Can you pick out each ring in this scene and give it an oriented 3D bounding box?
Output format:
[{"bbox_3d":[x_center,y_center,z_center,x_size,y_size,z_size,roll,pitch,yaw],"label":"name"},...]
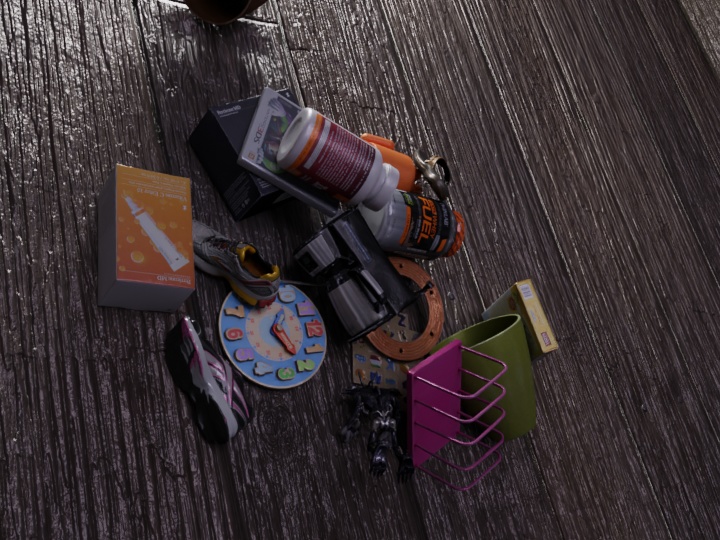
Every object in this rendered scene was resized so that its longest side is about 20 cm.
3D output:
[{"bbox_3d":[0.074,0.073,1.470,0.199,0.019,0.202,10,70,-28],"label":"ring"}]

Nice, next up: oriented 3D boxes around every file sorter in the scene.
[{"bbox_3d":[0.170,0.251,1.324,0.138,0.125,0.202,-26,125,-41],"label":"file sorter"}]

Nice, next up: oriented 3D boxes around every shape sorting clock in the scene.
[{"bbox_3d":[-0.146,0.103,1.306,0.199,0.039,0.202,18,55,-28],"label":"shape sorting clock"}]

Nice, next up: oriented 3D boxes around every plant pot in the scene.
[{"bbox_3d":[0.254,0.213,1.462,0.186,0.186,0.201,-27,94,-43],"label":"plant pot"},{"bbox_3d":[-0.242,-0.606,1.567,0.187,0.187,0.200,51,33,0],"label":"plant pot"}]

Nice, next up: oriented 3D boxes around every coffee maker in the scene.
[{"bbox_3d":[0.000,0.000,1.380,0.201,0.134,0.192,57,35,0],"label":"coffee maker"}]

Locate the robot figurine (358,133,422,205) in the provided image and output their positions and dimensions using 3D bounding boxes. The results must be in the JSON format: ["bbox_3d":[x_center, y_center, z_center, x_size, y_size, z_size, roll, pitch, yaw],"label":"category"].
[{"bbox_3d":[0.030,-0.196,1.559,0.199,0.117,0.145,15,102,-30],"label":"robot figurine"}]

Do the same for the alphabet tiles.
[{"bbox_3d":[0.054,0.163,1.443,0.165,0.006,0.202,16,56,-30],"label":"alphabet tiles"}]

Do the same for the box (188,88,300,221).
[{"bbox_3d":[-0.178,-0.216,1.421,0.199,0.104,0.183,-26,84,-43],"label":"box"}]

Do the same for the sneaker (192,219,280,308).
[{"bbox_3d":[-0.213,-0.028,1.288,0.199,0.082,0.078,34,44,5],"label":"sneaker"}]

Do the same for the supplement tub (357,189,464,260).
[{"bbox_3d":[0.098,-0.088,1.498,0.199,0.122,0.124,9,60,-33],"label":"supplement tub"}]

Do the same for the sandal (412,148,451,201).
[{"bbox_3d":[0.153,-0.200,1.547,0.082,0.054,0.200,52,9,-20],"label":"sandal"}]

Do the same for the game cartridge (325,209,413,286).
[{"bbox_3d":[0.016,-0.031,1.509,0.199,0.038,0.131,26,48,-23],"label":"game cartridge"}]

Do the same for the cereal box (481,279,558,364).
[{"bbox_3d":[0.313,0.119,1.534,0.039,0.200,0.145,-15,74,-16],"label":"cereal box"}]

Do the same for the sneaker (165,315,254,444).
[{"bbox_3d":[-0.230,0.164,1.196,0.086,0.080,0.202,-17,84,-54],"label":"sneaker"}]

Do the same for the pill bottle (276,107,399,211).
[{"bbox_3d":[-0.036,-0.184,1.333,0.199,0.113,0.114,28,51,-22],"label":"pill bottle"}]

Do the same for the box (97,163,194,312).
[{"bbox_3d":[-0.338,-0.048,1.209,0.123,0.097,0.202,8,61,-33],"label":"box"}]

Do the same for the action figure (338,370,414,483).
[{"bbox_3d":[0.023,0.264,1.302,0.118,0.103,0.201,11,32,-22],"label":"action figure"}]

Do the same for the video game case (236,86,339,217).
[{"bbox_3d":[-0.110,-0.213,1.384,0.199,0.023,0.183,29,52,-23],"label":"video game case"}]

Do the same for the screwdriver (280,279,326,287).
[{"bbox_3d":[-0.067,0.030,1.409,0.199,0.029,0.028,4,65,-37],"label":"screwdriver"}]
